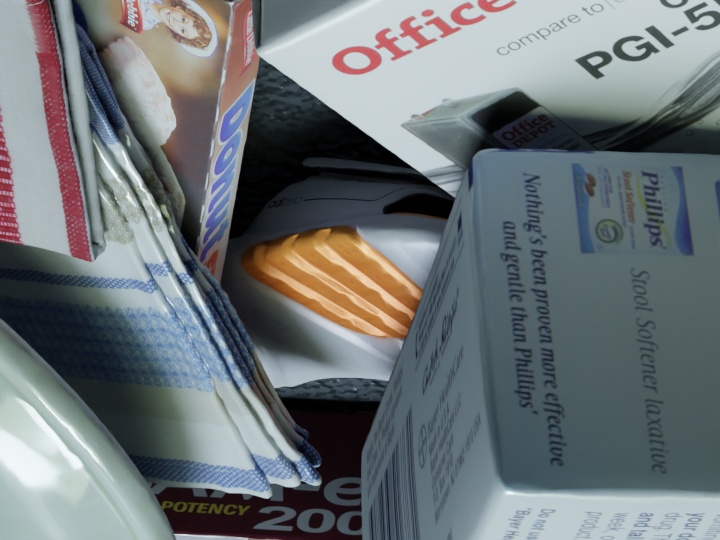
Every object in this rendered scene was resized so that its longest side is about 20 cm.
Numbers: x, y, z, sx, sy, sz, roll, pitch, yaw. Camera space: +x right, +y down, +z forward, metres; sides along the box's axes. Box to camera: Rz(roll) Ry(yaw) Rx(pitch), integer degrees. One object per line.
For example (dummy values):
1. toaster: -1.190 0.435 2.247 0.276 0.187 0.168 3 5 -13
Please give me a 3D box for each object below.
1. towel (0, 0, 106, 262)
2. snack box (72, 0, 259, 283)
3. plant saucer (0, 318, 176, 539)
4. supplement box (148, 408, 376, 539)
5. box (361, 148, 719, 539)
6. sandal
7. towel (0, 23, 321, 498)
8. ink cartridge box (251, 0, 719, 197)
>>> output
1. towel: -0.170 -0.068 0.782 0.200 0.023 0.144 17 149 11
2. snack box: -0.071 -0.041 0.852 0.072 0.024 0.200 32 147 12
3. plant saucer: -0.147 0.053 0.903 0.200 0.050 0.200 34 156 17
4. supplement box: -0.052 0.125 1.106 0.109 0.061 0.200 3 146 -5
5. box: 0.113 0.057 0.811 0.200 0.105 0.184 2 150 -10
6. sandal: -0.005 -0.005 0.917 0.207 0.059 0.079 -4 139 46
7. towel: -0.106 -0.004 0.876 0.147 0.024 0.200 4 139 32
8. ink cartridge box: 0.085 -0.071 0.784 0.147 0.083 0.200 -24 141 32
